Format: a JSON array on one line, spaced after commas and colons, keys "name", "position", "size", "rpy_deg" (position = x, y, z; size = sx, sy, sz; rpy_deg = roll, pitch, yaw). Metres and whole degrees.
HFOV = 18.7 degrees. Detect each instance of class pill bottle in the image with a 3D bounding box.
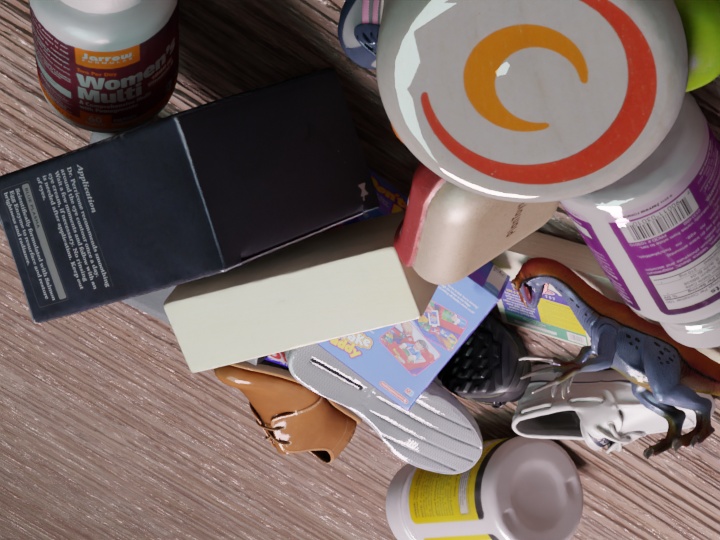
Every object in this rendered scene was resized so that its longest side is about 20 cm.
[{"name": "pill bottle", "position": [-0.185, -0.190, 1.589], "size": [0.109, 0.110, 0.200], "rpy_deg": [24, 157, 6]}, {"name": "pill bottle", "position": [0.115, 0.224, 2.129], "size": [0.114, 0.115, 0.200], "rpy_deg": [36, 155, -22]}, {"name": "pill bottle", "position": [0.210, -0.034, 1.501], "size": [0.112, 0.113, 0.200], "rpy_deg": [8, 151, 36]}]

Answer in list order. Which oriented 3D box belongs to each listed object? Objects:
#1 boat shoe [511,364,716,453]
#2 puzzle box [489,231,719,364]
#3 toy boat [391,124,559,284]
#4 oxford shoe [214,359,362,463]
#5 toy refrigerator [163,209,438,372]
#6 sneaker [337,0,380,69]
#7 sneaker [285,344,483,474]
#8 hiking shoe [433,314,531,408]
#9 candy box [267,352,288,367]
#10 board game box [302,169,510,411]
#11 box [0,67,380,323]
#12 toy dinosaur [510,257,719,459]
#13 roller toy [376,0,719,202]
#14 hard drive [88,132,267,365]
[{"name": "boat shoe", "position": [0.215, 0.126, 1.883], "size": [0.199, 0.066, 0.074], "rpy_deg": [-2, 143, 49]}, {"name": "puzzle box", "position": [0.197, 0.026, 1.748], "size": [0.199, 0.026, 0.133], "rpy_deg": [17, 155, 21]}, {"name": "toy boat", "position": [0.070, -0.081, 1.574], "size": [0.131, 0.130, 0.200], "rpy_deg": [53, 161, 16]}, {"name": "oxford shoe", "position": [-0.066, 0.122, 1.916], "size": [0.071, 0.072, 0.200], "rpy_deg": [18, 170, 41]}, {"name": "toy refrigerator", "position": [-0.043, 0.019, 1.701], "size": [0.199, 0.076, 0.070], "rpy_deg": [-15, 109, 21]}, {"name": "sneaker", "position": [0.028, -0.161, 1.462], "size": [0.070, 0.082, 0.200], "rpy_deg": [32, 156, -14]}, {"name": "sneaker", "position": [0.023, 0.096, 1.846], "size": [0.200, 0.071, 0.073], "rpy_deg": [37, 111, -20]}, {"name": "hiking shoe", "position": [0.111, 0.078, 1.887], "size": [0.100, 0.076, 0.200], "rpy_deg": [18, 179, -24]}, {"name": "candy box", "position": [-0.051, 0.025, 1.937], "size": [0.168, 0.077, 0.200], "rpy_deg": [19, 156, 18]}, {"name": "board game box", "position": [0.000, 0.000, 1.749], "size": [0.200, 0.045, 0.135], "rpy_deg": [37, 119, -3]}, {"name": "box", "position": [-0.129, -0.056, 1.624], "size": [0.199, 0.196, 0.118], "rpy_deg": [-14, 96, 37]}, {"name": "toy dinosaur", "position": [0.205, 0.056, 1.710], "size": [0.182, 0.199, 0.105], "rpy_deg": [64, 167, 0]}, {"name": "roller toy", "position": [0.099, -0.148, 1.295], "size": [0.199, 0.140, 0.183], "rpy_deg": [31, 124, -19]}, {"name": "hard drive", "position": [-0.150, -0.024, 1.844], "size": [0.199, 0.033, 0.140], "rpy_deg": [24, 114, 16]}]
